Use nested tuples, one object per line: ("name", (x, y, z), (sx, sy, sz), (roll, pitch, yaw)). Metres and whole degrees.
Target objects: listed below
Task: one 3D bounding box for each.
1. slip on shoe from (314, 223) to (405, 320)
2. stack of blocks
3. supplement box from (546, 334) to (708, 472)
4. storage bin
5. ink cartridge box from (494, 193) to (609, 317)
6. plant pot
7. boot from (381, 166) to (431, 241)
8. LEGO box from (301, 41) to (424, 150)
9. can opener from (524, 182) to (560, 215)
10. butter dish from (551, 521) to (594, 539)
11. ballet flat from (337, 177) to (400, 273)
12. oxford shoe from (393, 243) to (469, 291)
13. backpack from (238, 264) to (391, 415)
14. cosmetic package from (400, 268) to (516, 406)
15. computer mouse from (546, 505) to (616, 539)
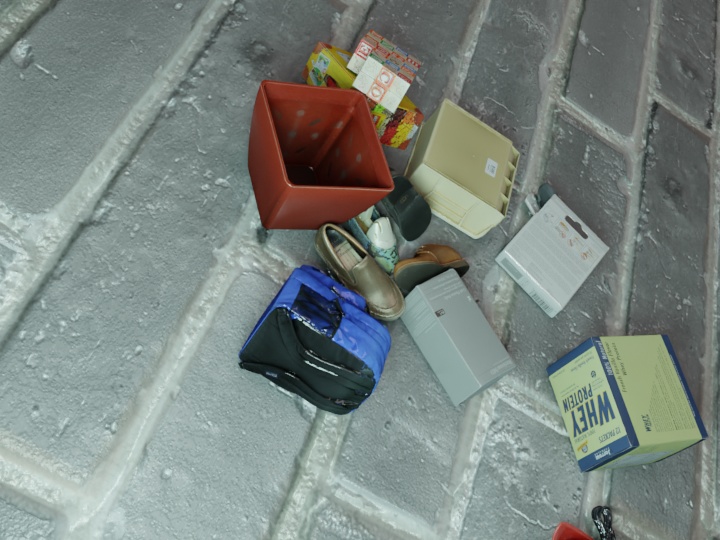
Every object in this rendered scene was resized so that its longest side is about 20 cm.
("slip on shoe", (0.000, 0.000, 1.456), (0.076, 0.061, 0.201), (-37, 81, -20))
("stack of blocks", (0.038, -0.357, 1.544), (0.114, 0.059, 0.201), (31, 25, -5))
("supplement box", (0.473, 0.235, 1.553), (0.196, 0.134, 0.204), (1, 61, -30))
("storage bin", (0.198, -0.198, 1.693), (0.196, 0.094, 0.202), (30, 50, -11))
("ink cartridge box", (0.377, -0.032, 1.706), (0.161, 0.050, 0.200), (45, 56, 3))
("plant pot", (-0.089, -0.171, 1.449), (0.196, 0.176, 0.203), (-1, 61, -31))
("boot", (0.041, -0.159, 1.573), (0.069, 0.201, 0.174), (-38, 49, -6))
("LEGO box", (0.004, -0.322, 1.604), (0.147, 0.078, 0.201), (8, 35, -42))
("can opener", (0.395, -0.077, 1.756), (0.052, 0.066, 0.203), (-15, 74, -37))
("butter dish", (0.366, 0.502, 1.283), (0.199, 0.147, 0.202), (37, 60, -20))
("ballet flat", (0.014, -0.089, 1.530), (0.074, 0.074, 0.201), (-28, 78, -39))
("oxford shoe", (0.112, -0.011, 1.532), (0.198, 0.071, 0.072), (-5, 54, -54))
("backpack", (-0.051, 0.102, 1.309), (0.198, 0.163, 0.169), (34, 46, -6))
("cosmetic package", (0.161, 0.114, 1.478), (0.106, 0.090, 0.202), (-22, 71, -41))
("computer mouse", (0.338, 0.452, 1.393), (0.197, 0.044, 0.112), (-3, 79, -34))
